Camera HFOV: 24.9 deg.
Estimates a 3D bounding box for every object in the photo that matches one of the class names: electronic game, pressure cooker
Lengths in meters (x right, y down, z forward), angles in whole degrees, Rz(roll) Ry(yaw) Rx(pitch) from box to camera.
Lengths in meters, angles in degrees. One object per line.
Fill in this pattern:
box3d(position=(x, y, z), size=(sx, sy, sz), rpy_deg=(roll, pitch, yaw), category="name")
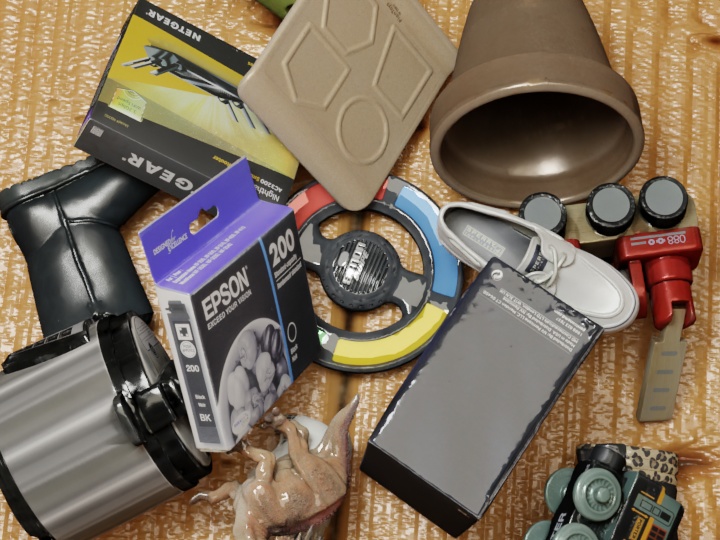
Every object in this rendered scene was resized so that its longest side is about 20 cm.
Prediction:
box3d(position=(0.000, 0.000, 1.561), size=(0.199, 0.042, 0.201), rpy_deg=(0, 76, -2), category="electronic game")
box3d(position=(-0.220, 0.134, 1.444), size=(0.199, 0.179, 0.176), rpy_deg=(-26, 46, 3), category="pressure cooker")

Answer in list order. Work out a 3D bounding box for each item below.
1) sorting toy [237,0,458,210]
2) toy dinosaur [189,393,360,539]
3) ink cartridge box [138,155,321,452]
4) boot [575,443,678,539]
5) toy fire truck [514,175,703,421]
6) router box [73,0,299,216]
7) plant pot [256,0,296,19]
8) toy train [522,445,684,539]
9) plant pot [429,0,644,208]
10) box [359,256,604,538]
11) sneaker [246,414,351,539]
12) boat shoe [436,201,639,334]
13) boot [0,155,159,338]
box3d(position=(-0.010, -0.187, 1.546), size=(0.185, 0.036, 0.200), rpy_deg=(46, 68, -32), category="sorting toy")
box3d(position=(-0.057, 0.202, 1.422), size=(0.200, 0.086, 0.136), rpy_deg=(-37, 73, -25), category="toy dinosaur")
box3d(position=(-0.106, 0.023, 1.413), size=(0.043, 0.198, 0.201), rpy_deg=(-3, 112, 26), category="ink cartridge box")
box3d(position=(0.206, 0.235, 1.492), size=(0.199, 0.073, 0.151), rpy_deg=(5, 77, -5), category="boot")
box3d(position=(0.237, 0.034, 1.532), size=(0.175, 0.129, 0.201), rpy_deg=(-7, 69, 1), category="toy fire truck")
box3d(position=(-0.150, -0.143, 1.530), size=(0.199, 0.052, 0.158), rpy_deg=(26, 54, -16), category="router box")
box3d(position=(-0.098, -0.352, 1.589), size=(0.190, 0.200, 0.200), rpy_deg=(43, 78, -4), category="plant pot")
box3d(position=(0.200, 0.256, 1.413), size=(0.114, 0.085, 0.201), rpy_deg=(30, 74, -14), category="toy train")
box3d(position=(0.164, -0.183, 1.552), size=(0.199, 0.200, 0.175), rpy_deg=(2, 59, -2), category="plant pot")
box3d(position=(0.101, 0.118, 1.453), size=(0.123, 0.200, 0.199), rpy_deg=(33, 77, 6), category="box")
box3d(position=(-0.075, 0.230, 1.492), size=(0.080, 0.076, 0.201), rpy_deg=(17, 69, 12), category="sneaker")
box3d(position=(0.155, -0.002, 1.459), size=(0.199, 0.065, 0.074), rpy_deg=(23, 86, 12), category="boat shoe")
box3d(position=(-0.228, -0.026, 1.543), size=(0.199, 0.076, 0.169), rpy_deg=(-22, 82, -12), category="boot")
